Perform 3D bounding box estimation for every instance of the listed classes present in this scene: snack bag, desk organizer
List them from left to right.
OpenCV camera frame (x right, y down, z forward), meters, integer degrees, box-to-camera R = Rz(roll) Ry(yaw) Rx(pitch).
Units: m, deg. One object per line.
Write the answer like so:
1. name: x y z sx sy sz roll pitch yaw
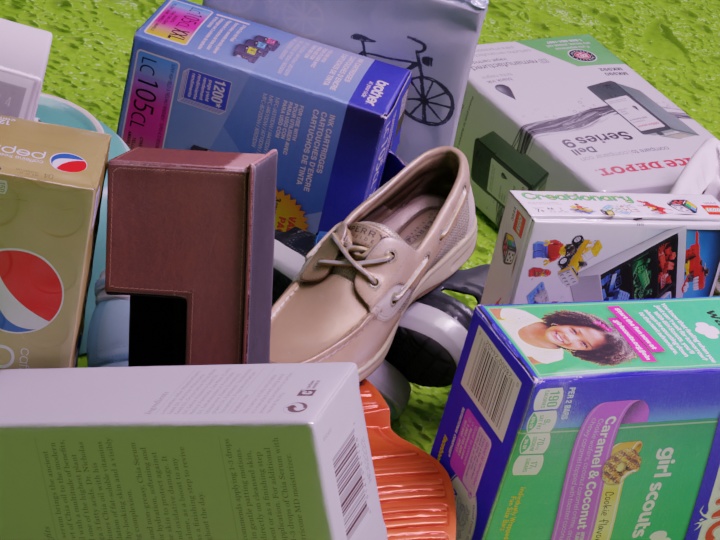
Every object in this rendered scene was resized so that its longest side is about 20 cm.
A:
1. desk organizer: -0.089 0.038 1.355 0.076 0.201 0.072 3 9 7
2. snack bag: -0.025 -0.119 1.676 0.188 0.201 0.021 18 36 8

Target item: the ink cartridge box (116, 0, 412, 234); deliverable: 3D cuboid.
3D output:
1. ink cartridge box: -0.051 -0.075 1.650 0.199 0.137 0.076 17 32 6

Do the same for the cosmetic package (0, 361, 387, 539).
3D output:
1. cosmetic package: -0.096 0.105 1.285 0.199 0.102 0.071 -1 22 20

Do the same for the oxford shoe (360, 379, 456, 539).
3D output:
1. oxford shoe: 0.002 0.126 1.383 0.071 0.073 0.200 0 27 -16

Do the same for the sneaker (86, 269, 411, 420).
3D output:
1. sneaker: -0.068 0.067 1.488 0.199 0.082 0.074 19 -17 -19

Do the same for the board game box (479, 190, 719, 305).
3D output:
1. board game box: 0.121 0.052 1.442 0.126 0.201 0.035 1 29 -24

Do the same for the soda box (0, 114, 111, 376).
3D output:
1. soda box: -0.178 0.024 1.354 0.067 0.201 0.064 10 29 -3

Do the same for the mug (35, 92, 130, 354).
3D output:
1. mug: -0.190 -0.028 1.529 0.185 0.115 0.152 32 33 29

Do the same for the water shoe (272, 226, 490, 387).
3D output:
1. water shoe: 0.008 0.010 1.559 0.199 0.072 0.079 25 58 39

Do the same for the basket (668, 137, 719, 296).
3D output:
1. basket: 0.279 0.022 1.643 0.199 0.124 0.136 20 30 12

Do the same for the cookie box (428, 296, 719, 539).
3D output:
1. cookie box: 0.141 0.101 1.396 0.199 0.172 0.075 -3 35 -27

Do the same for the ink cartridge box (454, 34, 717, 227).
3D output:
1. ink cartridge box: 0.153 -0.076 1.796 0.145 0.084 0.200 -9 37 -34

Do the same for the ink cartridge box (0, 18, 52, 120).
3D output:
1. ink cartridge box: -0.277 -0.142 1.498 0.199 0.045 0.176 16 19 -9

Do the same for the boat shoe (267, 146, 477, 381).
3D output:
1. boat shoe: 0.000 0.000 1.450 0.072 0.065 0.200 24 45 26
